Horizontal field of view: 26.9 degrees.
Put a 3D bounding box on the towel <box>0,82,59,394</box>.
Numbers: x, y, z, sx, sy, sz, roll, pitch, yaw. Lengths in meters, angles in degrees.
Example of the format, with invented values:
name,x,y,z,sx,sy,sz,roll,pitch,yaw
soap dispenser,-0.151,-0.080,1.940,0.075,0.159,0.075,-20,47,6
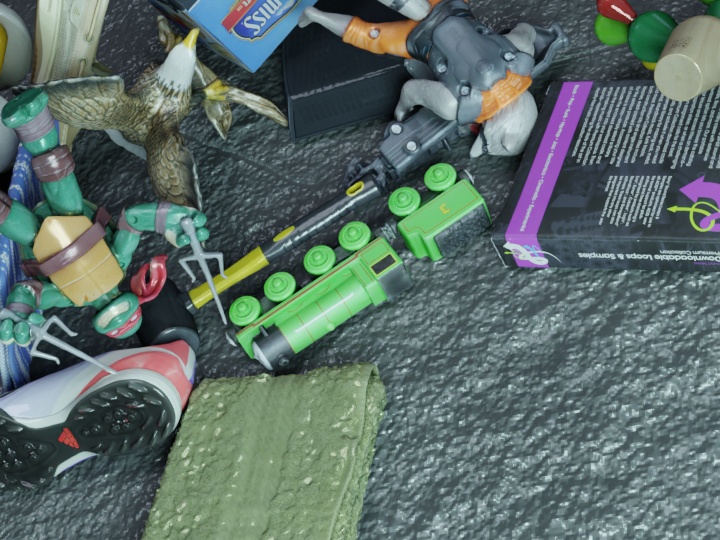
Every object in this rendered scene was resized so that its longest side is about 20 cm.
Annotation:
name,x,y,z,sx,sy,sz,roll,pitch,yaw
towel,-0.238,-0.021,1.094,0.024,0.145,0.200,4,48,-3

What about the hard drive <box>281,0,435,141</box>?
name,x,y,z,sx,sy,sz,roll,pitch,yaw
hard drive,-0.001,-0.196,1.184,0.135,0.042,0.200,-14,46,17

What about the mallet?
name,x,y,z,sx,sy,sz,roll,pitch,yaw
mallet,-0.070,0.000,1.041,0.200,0.041,0.066,-28,46,8

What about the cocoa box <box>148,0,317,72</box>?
name,x,y,z,sx,sy,sz,roll,pitch,yaw
cocoa box,-0.115,-0.260,1.193,0.133,0.131,0.200,-49,28,-2

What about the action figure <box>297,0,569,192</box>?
name,x,y,z,sx,sy,sz,roll,pitch,yaw
action figure,0.040,-0.140,1.049,0.193,0.105,0.200,43,86,13

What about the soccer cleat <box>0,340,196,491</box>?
name,x,y,z,sx,sy,sz,roll,pitch,yaw
soccer cleat,-0.200,0.097,1.020,0.200,0.068,0.073,-17,23,24

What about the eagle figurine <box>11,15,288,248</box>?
name,x,y,z,sx,sy,sz,roll,pitch,yaw
eagle figurine,-0.153,-0.109,1.083,0.152,0.151,0.200,5,34,14

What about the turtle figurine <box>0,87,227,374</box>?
name,x,y,z,sx,sy,sz,roll,pitch,yaw
turtle figurine,-0.187,-0.011,0.975,0.150,0.200,0.101,-44,23,-20

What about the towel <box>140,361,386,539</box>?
name,x,y,z,sx,sy,sz,roll,pitch,yaw
towel,-0.063,0.145,0.916,0.148,0.036,0.200,-7,49,24

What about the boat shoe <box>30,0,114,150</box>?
name,x,y,z,sx,sy,sz,roll,pitch,yaw
boat shoe,-0.227,-0.148,1.190,0.065,0.200,0.072,5,17,-10

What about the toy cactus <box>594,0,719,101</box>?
name,x,y,z,sx,sy,sz,roll,pitch,yaw
toy cactus,0.233,-0.160,0.957,0.200,0.102,0.165,12,33,27

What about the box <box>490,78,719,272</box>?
name,x,y,z,sx,sy,sz,roll,pitch,yaw
box,0.198,-0.063,0.961,0.200,0.036,0.143,2,51,32

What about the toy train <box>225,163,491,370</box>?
name,x,y,z,sx,sy,sz,roll,pitch,yaw
toy train,0.000,0.000,1.012,0.200,0.042,0.056,-35,54,-4

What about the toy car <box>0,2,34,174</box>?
name,x,y,z,sx,sy,sz,roll,pitch,yaw
toy car,-0.341,-0.113,1.179,0.150,0.200,0.175,7,40,-13
